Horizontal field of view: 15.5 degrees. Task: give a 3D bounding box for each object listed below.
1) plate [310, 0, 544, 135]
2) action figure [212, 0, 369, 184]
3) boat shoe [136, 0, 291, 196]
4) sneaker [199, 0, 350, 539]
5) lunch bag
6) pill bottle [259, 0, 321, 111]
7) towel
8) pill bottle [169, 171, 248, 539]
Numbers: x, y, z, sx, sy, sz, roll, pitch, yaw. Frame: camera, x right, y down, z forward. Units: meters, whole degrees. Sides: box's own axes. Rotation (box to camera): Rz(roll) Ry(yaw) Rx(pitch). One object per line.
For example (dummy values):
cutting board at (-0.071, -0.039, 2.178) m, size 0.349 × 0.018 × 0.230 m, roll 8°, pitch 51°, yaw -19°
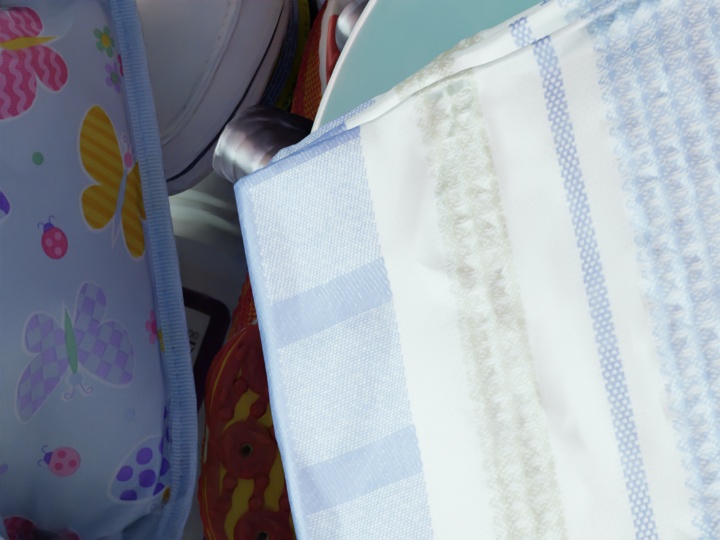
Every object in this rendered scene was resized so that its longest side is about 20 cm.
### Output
plate at (0.064, -0.006, 0.567) m, size 0.199 × 0.026 × 0.201 m, roll -10°, pitch 75°, yaw 40°
action figure at (0.047, 0.003, 0.646) m, size 0.130 × 0.069 × 0.200 m, roll -54°, pitch 45°, yaw 13°
boat shoe at (-0.053, -0.122, 0.800) m, size 0.067 × 0.073 × 0.201 m, roll 1°, pitch -79°, yaw -80°
sneaker at (0.000, 0.000, 0.815) m, size 0.077 × 0.073 × 0.201 m, roll 125°, pitch 163°, yaw -78°
lunch bag at (-0.142, 0.019, 0.787) m, size 0.169 × 0.127 × 0.201 m, roll -8°, pitch 92°, yaw 48°
pill bottle at (-0.095, -0.100, 0.948) m, size 0.200 × 0.114 × 0.115 m, roll 27°, pitch -107°, yaw -70°
towel at (0.058, 0.008, 0.538) m, size 0.200 × 0.024 × 0.148 m, roll -26°, pitch 66°, yaw 37°
pill bottle at (-0.076, 0.059, 0.911) m, size 0.112 × 0.112 × 0.201 m, roll -46°, pitch 23°, yaw 58°
